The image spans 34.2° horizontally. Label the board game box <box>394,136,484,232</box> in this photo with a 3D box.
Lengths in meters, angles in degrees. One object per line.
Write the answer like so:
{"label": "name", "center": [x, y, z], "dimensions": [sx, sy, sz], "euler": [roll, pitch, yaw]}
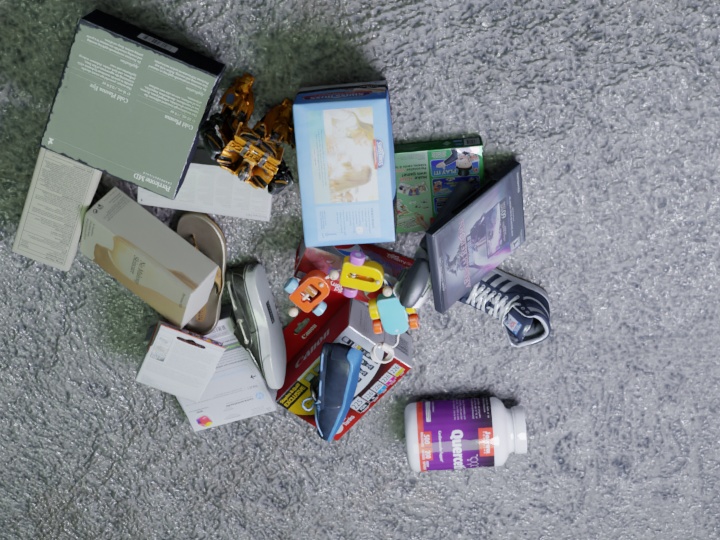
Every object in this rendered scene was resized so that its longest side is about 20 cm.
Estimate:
{"label": "board game box", "center": [0.085, -0.122, 1.723], "dimensions": [0.196, 0.029, 0.136], "euler": [-4, 124, 4]}

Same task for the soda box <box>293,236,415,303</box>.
{"label": "soda box", "center": [0.000, 0.000, 1.781], "dimensions": [0.197, 0.070, 0.064], "euler": [21, 122, -11]}

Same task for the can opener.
{"label": "can opener", "center": [0.117, -0.032, 1.677], "dimensions": [0.053, 0.067, 0.202], "euler": [32, 91, -18]}

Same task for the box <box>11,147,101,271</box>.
{"label": "box", "center": [-0.438, -0.109, 1.715], "dimensions": [0.094, 0.078, 0.202], "euler": [21, 122, -12]}

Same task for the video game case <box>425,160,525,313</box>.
{"label": "video game case", "center": [0.169, -0.049, 1.687], "dimensions": [0.019, 0.199, 0.144], "euler": [25, 140, 36]}

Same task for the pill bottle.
{"label": "pill bottle", "center": [0.173, 0.269, 1.931], "dimensions": [0.196, 0.113, 0.114], "euler": [-5, 124, 5]}

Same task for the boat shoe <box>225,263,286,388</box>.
{"label": "boat shoe", "center": [-0.164, 0.090, 1.834], "dimensions": [0.063, 0.071, 0.203], "euler": [-8, 101, 18]}

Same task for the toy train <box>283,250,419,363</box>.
{"label": "toy train", "center": [-0.008, 0.042, 1.737], "dimensions": [0.199, 0.056, 0.150], "euler": [35, 118, -16]}

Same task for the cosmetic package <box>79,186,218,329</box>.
{"label": "cosmetic package", "center": [-0.312, -0.018, 1.717], "dimensions": [0.199, 0.071, 0.106], "euler": [36, 143, 8]}

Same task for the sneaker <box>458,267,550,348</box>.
{"label": "sneaker", "center": [0.203, 0.050, 1.786], "dimensions": [0.197, 0.109, 0.071], "euler": [17, 122, -10]}

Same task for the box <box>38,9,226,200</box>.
{"label": "box", "center": [-0.308, -0.226, 1.588], "dimensions": [0.197, 0.104, 0.184], "euler": [22, 107, -8]}

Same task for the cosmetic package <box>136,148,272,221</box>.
{"label": "cosmetic package", "center": [-0.225, -0.131, 1.712], "dimensions": [0.196, 0.051, 0.084], "euler": [8, 122, -3]}

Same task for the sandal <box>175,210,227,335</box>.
{"label": "sandal", "center": [-0.246, 0.009, 1.787], "dimensions": [0.079, 0.054, 0.204], "euler": [3, 107, 1]}

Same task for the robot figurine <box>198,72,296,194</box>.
{"label": "robot figurine", "center": [-0.145, -0.185, 1.584], "dimensions": [0.144, 0.201, 0.058], "euler": [30, 120, -18]}

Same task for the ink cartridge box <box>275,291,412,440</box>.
{"label": "ink cartridge box", "center": [-0.044, 0.148, 1.873], "dimensions": [0.174, 0.084, 0.200], "euler": [33, 119, -18]}

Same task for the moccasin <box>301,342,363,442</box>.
{"label": "moccasin", "center": [-0.044, 0.178, 1.796], "dimensions": [0.067, 0.081, 0.202], "euler": [23, 129, 10]}

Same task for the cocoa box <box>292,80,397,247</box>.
{"label": "cocoa box", "center": [-0.018, -0.148, 1.618], "dimensions": [0.131, 0.131, 0.203], "euler": [-3, 108, 4]}

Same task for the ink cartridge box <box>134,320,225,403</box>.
{"label": "ink cartridge box", "center": [-0.273, 0.128, 1.796], "dimensions": [0.107, 0.051, 0.200], "euler": [21, 145, -10]}

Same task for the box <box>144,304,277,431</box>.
{"label": "box", "center": [-0.241, 0.162, 1.914], "dimensions": [0.154, 0.041, 0.202], "euler": [-16, 121, 13]}
